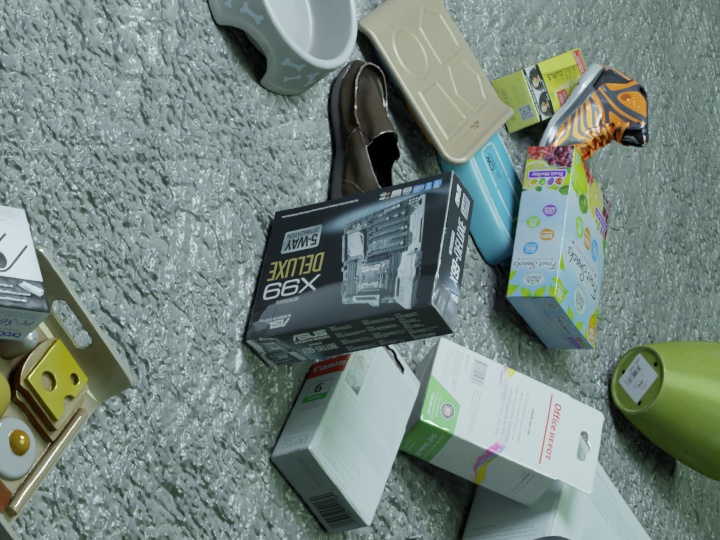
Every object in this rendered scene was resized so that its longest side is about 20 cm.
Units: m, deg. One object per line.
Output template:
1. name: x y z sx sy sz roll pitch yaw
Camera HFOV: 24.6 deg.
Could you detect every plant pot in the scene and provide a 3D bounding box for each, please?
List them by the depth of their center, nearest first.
1. plant pot: 0.430 0.168 2.178 0.200 0.187 0.187 19 59 -35

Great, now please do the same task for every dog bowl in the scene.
1. dog bowl: -0.076 -0.282 1.696 0.200 0.059 0.200 29 54 -48

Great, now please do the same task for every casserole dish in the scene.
1. casserole dish: 0.155 -0.101 1.985 0.200 0.039 0.121 64 33 -12

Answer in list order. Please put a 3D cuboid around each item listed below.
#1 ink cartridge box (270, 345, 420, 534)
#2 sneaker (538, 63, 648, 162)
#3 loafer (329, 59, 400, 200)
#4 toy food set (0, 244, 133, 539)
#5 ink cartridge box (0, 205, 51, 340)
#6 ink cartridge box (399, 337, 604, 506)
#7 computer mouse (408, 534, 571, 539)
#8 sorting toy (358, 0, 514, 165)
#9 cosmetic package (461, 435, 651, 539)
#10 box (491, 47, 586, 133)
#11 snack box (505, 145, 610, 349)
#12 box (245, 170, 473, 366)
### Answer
1. ink cartridge box: -0.010 0.145 1.608 0.109 0.050 0.200 55 35 -26
2. sneaker: 0.304 -0.172 2.120 0.200 0.112 0.078 -58 159 -16
3. loafer: 0.015 -0.137 1.754 0.073 0.071 0.200 30 52 -48
4. toy food set: -0.254 0.092 1.247 0.144 0.060 0.200 58 36 -22
5. ink cartridge box: -0.319 -0.009 1.161 0.200 0.044 0.094 10 51 -45
6. ink cartridge box: 0.149 0.167 1.736 0.200 0.067 0.117 25 48 -9
7. computer mouse: 0.143 0.315 1.637 0.053 0.200 0.139 16 60 -70
8. sorting toy: 0.085 -0.230 1.925 0.200 0.036 0.185 54 35 -7
9. cosmetic package: 0.212 0.319 1.798 0.199 0.123 0.200 55 38 -27
10. box: 0.242 -0.238 2.167 0.200 0.050 0.075 -27 98 -58
11. snack box: 0.243 -0.025 2.001 0.169 0.068 0.200 45 51 -56
12. box: 0.000 0.000 1.549 0.050 0.200 0.158 51 38 -41
